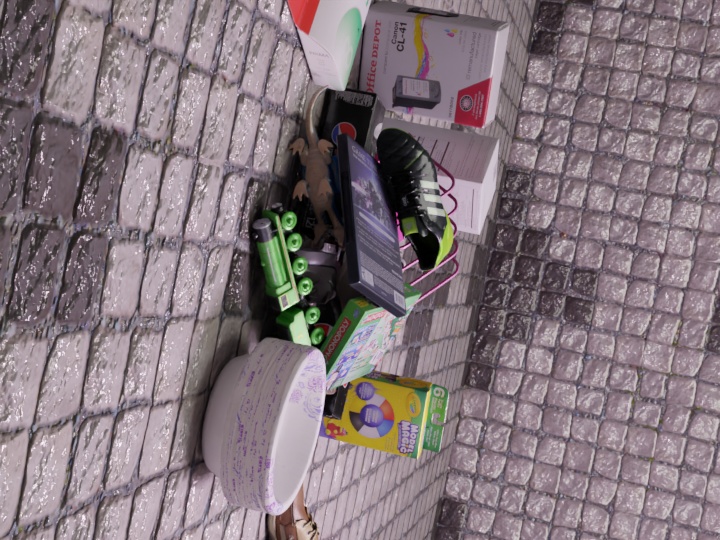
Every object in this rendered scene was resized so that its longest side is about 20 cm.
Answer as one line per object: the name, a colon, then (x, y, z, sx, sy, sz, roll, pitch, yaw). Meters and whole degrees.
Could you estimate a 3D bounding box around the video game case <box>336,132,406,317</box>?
video game case: (0.014, -0.055, 1.550, 0.143, 0.019, 0.202, 36, 44, -58)

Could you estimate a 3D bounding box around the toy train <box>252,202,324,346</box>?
toy train: (-0.090, 0.014, 1.488, 0.056, 0.042, 0.202, -30, 122, -29)

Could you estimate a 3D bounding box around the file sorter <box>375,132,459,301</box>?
file sorter: (0.063, -0.063, 1.777, 0.138, 0.125, 0.201, -35, 146, -19)

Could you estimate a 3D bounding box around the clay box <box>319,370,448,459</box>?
clay box: (0.033, 0.220, 1.922, 0.048, 0.198, 0.116, -40, 139, -69)

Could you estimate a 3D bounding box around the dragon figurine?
dragon figurine: (-0.051, -0.124, 1.555, 0.099, 0.058, 0.202, 48, 35, -74)

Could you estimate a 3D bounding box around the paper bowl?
paper bowl: (-0.118, 0.179, 1.450, 0.201, 0.103, 0.203, 11, 90, -78)

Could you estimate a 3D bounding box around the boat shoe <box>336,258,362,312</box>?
boat shoe: (0.000, 0.000, 1.676, 0.201, 0.074, 0.094, 99, -10, -61)

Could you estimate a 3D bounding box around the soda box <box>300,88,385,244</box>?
soda box: (-0.023, -0.138, 1.648, 0.071, 0.063, 0.202, 42, 61, -75)

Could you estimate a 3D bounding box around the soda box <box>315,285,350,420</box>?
soda box: (-0.040, 0.115, 1.821, 0.071, 0.063, 0.202, 50, 52, -73)

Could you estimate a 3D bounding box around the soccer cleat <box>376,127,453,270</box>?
soccer cleat: (0.071, -0.092, 1.605, 0.201, 0.067, 0.081, 64, 33, -29)

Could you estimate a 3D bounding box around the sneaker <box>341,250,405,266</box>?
sneaker: (0.035, -0.024, 1.962, 0.200, 0.091, 0.076, -59, 157, -57)

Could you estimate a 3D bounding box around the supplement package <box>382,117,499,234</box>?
supplement package: (0.106, -0.150, 1.919, 0.114, 0.198, 0.110, 89, 19, -47)

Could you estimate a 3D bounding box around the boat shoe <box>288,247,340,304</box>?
boat shoe: (-0.063, 0.010, 1.612, 0.200, 0.073, 0.066, 31, 66, -75)

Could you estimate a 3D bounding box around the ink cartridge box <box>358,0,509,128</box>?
ink cartridge box: (0.105, -0.300, 1.786, 0.086, 0.198, 0.149, -47, 146, -64)

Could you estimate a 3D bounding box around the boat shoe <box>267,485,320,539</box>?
boat shoe: (-0.094, 0.383, 1.794, 0.076, 0.073, 0.202, -50, 149, -64)

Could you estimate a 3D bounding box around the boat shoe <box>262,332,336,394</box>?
boat shoe: (-0.078, 0.115, 1.643, 0.200, 0.073, 0.075, 53, 47, -66)

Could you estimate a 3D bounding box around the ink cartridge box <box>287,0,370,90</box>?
ink cartridge box: (-0.033, -0.342, 1.503, 0.200, 0.050, 0.162, 75, 29, -67)

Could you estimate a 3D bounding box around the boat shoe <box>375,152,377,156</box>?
boat shoe: (-0.010, -0.140, 1.794, 0.063, 0.072, 0.201, 58, -9, 35)

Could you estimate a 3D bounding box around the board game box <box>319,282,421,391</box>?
board game box: (0.003, 0.088, 1.611, 0.135, 0.029, 0.200, -60, 163, 16)
